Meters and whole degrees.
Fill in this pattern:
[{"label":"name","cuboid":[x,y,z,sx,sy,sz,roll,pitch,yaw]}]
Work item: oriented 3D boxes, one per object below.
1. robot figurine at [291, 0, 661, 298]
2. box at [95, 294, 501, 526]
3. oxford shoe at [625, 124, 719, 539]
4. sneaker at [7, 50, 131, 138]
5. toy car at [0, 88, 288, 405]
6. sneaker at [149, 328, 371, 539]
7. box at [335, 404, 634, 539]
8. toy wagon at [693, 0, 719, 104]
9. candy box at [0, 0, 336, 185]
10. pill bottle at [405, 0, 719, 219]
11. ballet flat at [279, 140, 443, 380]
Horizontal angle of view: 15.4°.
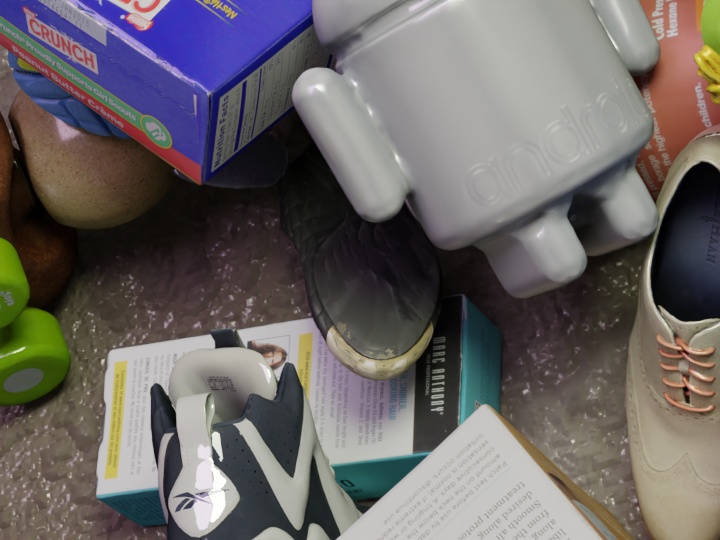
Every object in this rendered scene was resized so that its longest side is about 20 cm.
[{"label":"robot figurine","cuboid":[0.053,-0.089,1.173,0.170,0.113,0.200,-31,92,-23]},{"label":"box","cuboid":[-0.031,0.071,1.318,0.200,0.049,0.082,-9,63,24]},{"label":"oxford shoe","cuboid":[0.145,0.036,1.190,0.071,0.074,0.200,6,100,22]},{"label":"sneaker","cuboid":[-0.080,-0.125,1.335,0.199,0.071,0.083,-18,49,-13]},{"label":"toy car","cuboid":[-0.143,-0.055,1.394,0.200,0.158,0.164,-23,61,-2]},{"label":"sneaker","cuboid":[-0.039,0.088,1.209,0.079,0.199,0.130,-10,88,25]},{"label":"box","cuboid":[0.099,0.180,1.136,0.106,0.152,0.200,-43,56,3]},{"label":"toy wagon","cuboid":[0.204,-0.153,1.149,0.200,0.155,0.040,-50,25,-8]},{"label":"candy box","cuboid":[-0.069,-0.158,1.267,0.169,0.077,0.200,36,57,20]},{"label":"pill bottle","cuboid":[0.118,-0.079,1.275,0.200,0.112,0.112,-12,62,22]},{"label":"ballet flat","cuboid":[0.000,0.000,1.298,0.066,0.057,0.200,3,29,-11]}]
